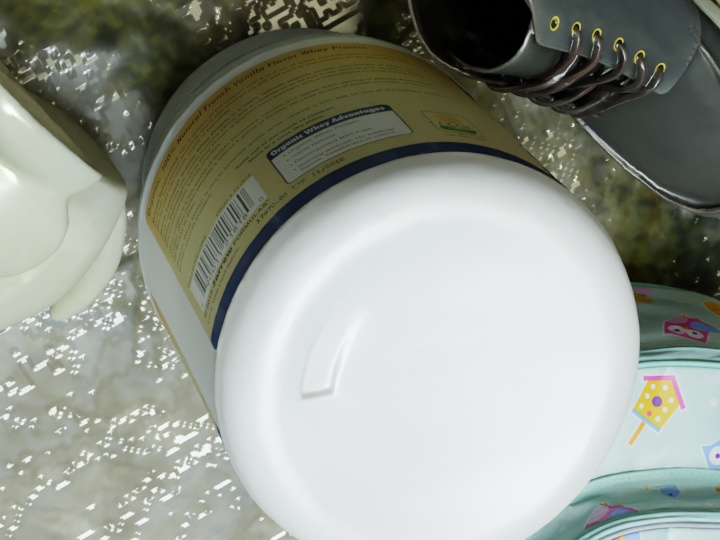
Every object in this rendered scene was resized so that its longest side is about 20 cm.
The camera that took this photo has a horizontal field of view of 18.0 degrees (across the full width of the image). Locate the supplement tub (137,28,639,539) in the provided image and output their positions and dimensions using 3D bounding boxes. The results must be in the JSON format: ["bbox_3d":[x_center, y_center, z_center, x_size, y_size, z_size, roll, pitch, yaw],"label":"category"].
[{"bbox_3d":[0.000,0.000,0.801,0.143,0.200,0.145,-6,114,-15],"label":"supplement tub"}]

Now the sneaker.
[{"bbox_3d":[0.081,-0.075,0.839,0.075,0.106,0.200,-25,116,35],"label":"sneaker"}]

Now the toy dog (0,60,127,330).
[{"bbox_3d":[-0.193,-0.005,0.793,0.200,0.140,0.194,-41,154,1],"label":"toy dog"}]

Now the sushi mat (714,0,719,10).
[{"bbox_3d":[0.134,-0.179,0.824,0.096,0.012,0.200,-49,140,-10],"label":"sushi mat"}]

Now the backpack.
[{"bbox_3d":[0.109,0.112,0.914,0.175,0.153,0.201,1,105,-12],"label":"backpack"}]
